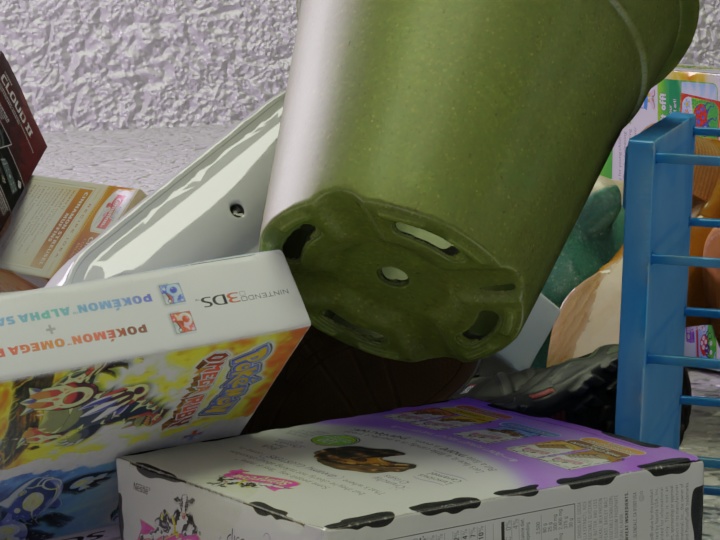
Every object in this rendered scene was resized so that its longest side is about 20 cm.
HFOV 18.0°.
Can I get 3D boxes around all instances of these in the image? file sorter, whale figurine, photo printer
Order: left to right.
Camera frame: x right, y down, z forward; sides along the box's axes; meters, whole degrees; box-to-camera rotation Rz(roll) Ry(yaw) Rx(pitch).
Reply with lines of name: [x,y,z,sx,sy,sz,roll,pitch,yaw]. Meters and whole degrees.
photo printer: [-0.099,0.012,1.136,0.200,0.069,0.166,-42,-5,-33]
whale figurine: [0.139,0.001,1.408,0.200,0.104,0.159,-20,-22,-22]
file sorter: [0.191,0.033,1.078,0.122,0.200,0.139,4,10,15]

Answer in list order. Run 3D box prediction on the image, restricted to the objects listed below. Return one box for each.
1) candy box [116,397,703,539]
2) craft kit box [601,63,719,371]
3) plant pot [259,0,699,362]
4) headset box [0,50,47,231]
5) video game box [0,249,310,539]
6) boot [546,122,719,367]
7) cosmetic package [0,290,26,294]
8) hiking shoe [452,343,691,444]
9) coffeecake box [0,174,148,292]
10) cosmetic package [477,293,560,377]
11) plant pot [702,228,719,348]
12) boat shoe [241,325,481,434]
candy box: [0.020,0.114,0.992,0.200,0.072,0.168,-7,10,-34]
craft kit box: [0.221,-0.037,1.512,0.048,0.200,0.197,-8,12,-36]
plant pot: [0.039,-0.066,1.034,0.200,0.190,0.200,13,-33,8]
headset box: [-0.284,-0.049,1.351,0.148,0.075,0.200,-13,29,17]
video game box: [-0.138,0.070,1.005,0.182,0.047,0.200,-12,-26,-29]
boot: [0.190,0.020,1.353,0.071,0.201,0.144,14,-8,40]
cosmetic package: [-0.133,0.060,1.263,0.200,0.102,0.074,-4,11,-25]
hiking shoe: [0.089,0.075,1.214,0.200,0.076,0.101,-10,16,-39]
coffeecake box: [-0.162,0.012,1.408,0.200,0.073,0.154,9,-28,49]
cosmetic package: [0.000,0.000,1.306,0.151,0.052,0.200,37,-18,-23]
plant pot: [0.285,0.015,1.272,0.140,0.200,0.200,-22,14,-13]
boat shoe: [-0.022,0.063,1.158,0.200,0.071,0.065,-23,-9,23]
